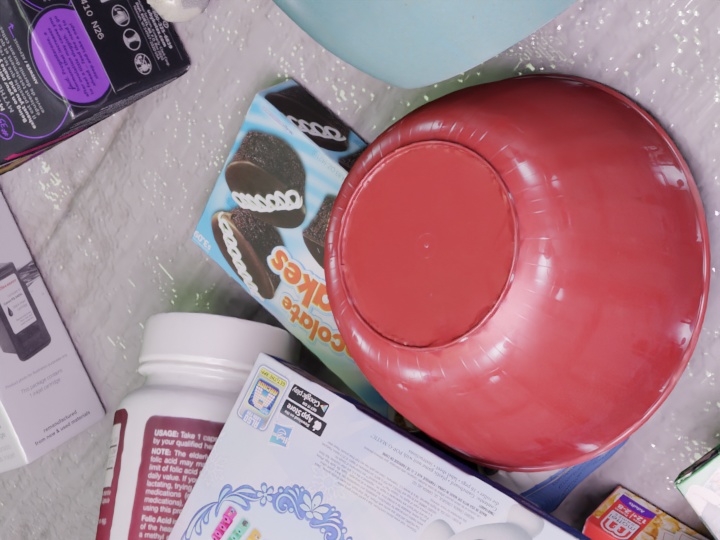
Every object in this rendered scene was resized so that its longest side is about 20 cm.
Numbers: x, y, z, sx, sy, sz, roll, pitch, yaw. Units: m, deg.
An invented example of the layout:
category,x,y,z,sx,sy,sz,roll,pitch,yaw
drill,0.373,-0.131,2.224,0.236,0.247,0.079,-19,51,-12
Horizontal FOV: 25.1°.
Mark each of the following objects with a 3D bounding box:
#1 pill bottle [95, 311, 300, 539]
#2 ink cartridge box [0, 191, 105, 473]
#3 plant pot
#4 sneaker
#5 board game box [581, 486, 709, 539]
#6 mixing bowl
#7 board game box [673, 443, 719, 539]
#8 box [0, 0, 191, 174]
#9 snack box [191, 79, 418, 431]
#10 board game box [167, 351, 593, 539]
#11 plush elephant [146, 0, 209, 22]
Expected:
category,x,y,z,sx,sy,sz,roll,pitch,yaw
pill bottle,-0.095,0.133,0.949,0.113,0.114,0.203,-2,75,37
ink cartridge box,-0.286,0.041,1.123,0.144,0.083,0.202,-20,97,41
plant pot,0.027,-0.181,0.720,0.199,0.201,0.162,-18,113,41
sneaker,0.065,0.117,0.871,0.199,0.089,0.079,-32,55,24
board game box,0.194,0.232,0.867,0.199,0.046,0.153,29,124,24
mixing bowl,0.056,-0.005,0.775,0.198,0.108,0.203,-5,81,33
board game box,0.261,0.140,0.754,0.134,0.029,0.201,-39,84,16
box,-0.220,-0.128,0.982,0.199,0.106,0.123,-20,98,41
snack box,0.000,0.000,0.918,0.200,0.037,0.117,42,129,15
board game box,-0.012,0.176,0.813,0.199,0.043,0.201,28,91,26
plush elephant,-0.119,-0.218,0.831,0.199,0.154,0.166,-23,95,42
